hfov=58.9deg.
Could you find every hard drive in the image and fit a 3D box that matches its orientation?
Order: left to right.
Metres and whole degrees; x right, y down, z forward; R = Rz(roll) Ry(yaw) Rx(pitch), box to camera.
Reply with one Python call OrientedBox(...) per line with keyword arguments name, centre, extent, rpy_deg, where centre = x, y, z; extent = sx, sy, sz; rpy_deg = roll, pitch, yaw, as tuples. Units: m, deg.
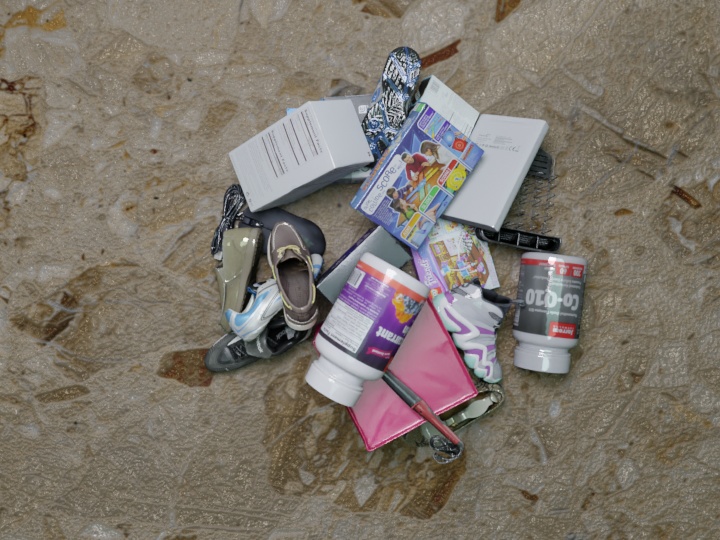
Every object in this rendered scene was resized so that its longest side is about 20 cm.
OrientedBox(name="hard drive", centre=(0.218, -0.169, 1.077), extent=(0.026, 0.132, 0.200), rpy_deg=(35, 79, -46))

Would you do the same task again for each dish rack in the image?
OrientedBox(name="dish rack", centre=(0.280, -0.134, 1.121), extent=(0.153, 0.055, 0.201), rpy_deg=(10, 82, -15))

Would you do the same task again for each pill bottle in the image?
OrientedBox(name="pill bottle", centre=(0.005, 0.086, 0.904), extent=(0.111, 0.111, 0.200), rpy_deg=(29, 91, -3))
OrientedBox(name="pill bottle", centre=(0.328, 0.073, 1.116), extent=(0.114, 0.114, 0.201), rpy_deg=(7, 90, -3))

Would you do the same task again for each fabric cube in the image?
OrientedBox(name="fabric cube", centre=(0.048, 0.148, 1.063), extent=(0.200, 0.199, 0.197), rpy_deg=(-26, 93, -2))

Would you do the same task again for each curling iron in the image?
OrientedBox(name="curling iron", centre=(0.081, 0.210, 0.953), extent=(0.050, 0.026, 0.200), rpy_deg=(-40, 92, -5))

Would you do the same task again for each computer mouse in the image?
OrientedBox(name="computer mouse", centre=(-0.159, -0.064, 1.123), extent=(0.199, 0.053, 0.139), rpy_deg=(17, 89, -3))

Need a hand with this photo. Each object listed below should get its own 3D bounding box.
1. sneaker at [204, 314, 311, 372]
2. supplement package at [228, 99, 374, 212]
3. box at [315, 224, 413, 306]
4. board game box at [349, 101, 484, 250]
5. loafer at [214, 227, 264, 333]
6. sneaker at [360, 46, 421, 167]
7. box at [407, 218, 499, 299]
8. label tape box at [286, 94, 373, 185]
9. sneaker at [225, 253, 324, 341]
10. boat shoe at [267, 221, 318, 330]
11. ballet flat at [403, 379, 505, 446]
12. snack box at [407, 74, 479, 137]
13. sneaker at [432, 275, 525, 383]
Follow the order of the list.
OrientedBox(name="sneaker", centre=(-0.182, 0.126, 1.105), extent=(0.200, 0.090, 0.067), rpy_deg=(-21, 91, -2))
OrientedBox(name="supplement package", centre=(-0.098, -0.187, 1.045), extent=(0.200, 0.114, 0.110), rpy_deg=(-21, 91, 37))
OrientedBox(name="box", centre=(0.000, 0.000, 1.057), extent=(0.079, 0.200, 0.141), rpy_deg=(44, 88, -4))
OrientedBox(name="board game box", centre=(0.092, -0.151, 1.037), extent=(0.135, 0.034, 0.200), rpy_deg=(33, 95, -24))
OrientedBox(name="loafer", centre=(-0.217, 0.012, 1.096), extent=(0.068, 0.076, 0.200), rpy_deg=(18, 110, 4))
OrientedBox(name="sneaker", centre=(0.049, -0.265, 1.058), extent=(0.076, 0.077, 0.200), rpy_deg=(23, 100, -3))
OrientedBox(name="box", centre=(0.155, -0.047, 1.144), extent=(0.136, 0.039, 0.201), rpy_deg=(-16, 92, -3))
OrientedBox(name="label tape box", centre=(-0.026, -0.228, 1.121), extent=(0.199, 0.066, 0.144), rpy_deg=(-5, 91, -4))
OrientedBox(name="sneaker", centre=(-0.139, 0.032, 1.069), extent=(0.200, 0.072, 0.073), rpy_deg=(-43, 102, -23))
OrientedBox(name="boat shoe", centre=(-0.109, -0.004, 1.028), extent=(0.072, 0.060, 0.200), rpy_deg=(-8, 58, -10))
OrientedBox(name="ballet flat", centre=(0.167, 0.256, 1.131), extent=(0.200, 0.075, 0.068), rpy_deg=(-28, 93, -2))
OrientedBox(name="snack box", centre=(0.120, -0.220, 1.100), extent=(0.116, 0.037, 0.200), rpy_deg=(32, 73, -23))
OrientedBox(name="sneaker", centre=(0.228, 0.097, 1.099), extent=(0.140, 0.078, 0.200), rpy_deg=(-33, 112, 17))
